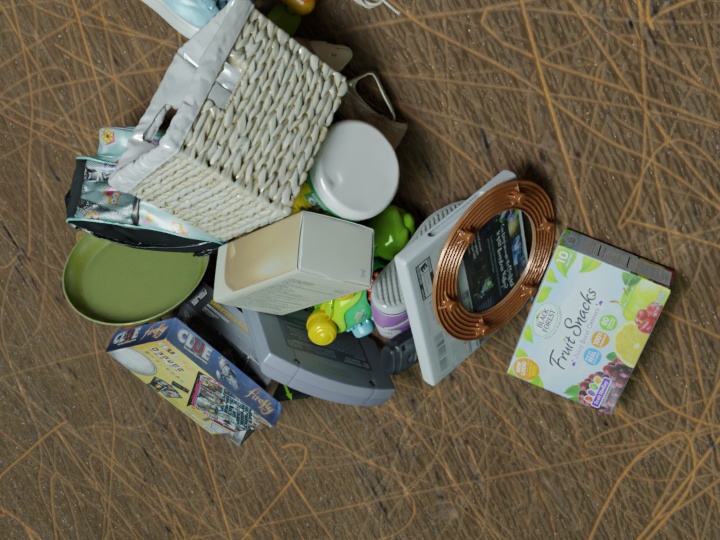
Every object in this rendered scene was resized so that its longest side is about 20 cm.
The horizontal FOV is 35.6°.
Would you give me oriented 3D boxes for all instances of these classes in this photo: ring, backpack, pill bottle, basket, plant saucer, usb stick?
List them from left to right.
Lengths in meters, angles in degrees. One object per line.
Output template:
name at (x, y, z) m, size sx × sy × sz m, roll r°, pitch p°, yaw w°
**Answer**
plant saucer at (-0.292, -0.001, 1.477) m, size 0.198 × 0.201 × 0.031 m, roll 8°, pitch 143°, yaw 18°
backpack at (-0.244, -0.096, 1.402) m, size 0.198 × 0.176 × 0.155 m, roll 17°, pitch 89°, yaw 8°
basket at (-0.148, -0.156, 1.241) m, size 0.160 × 0.200 × 0.199 m, roll 32°, pitch 158°, yaw -22°
pill bottle at (-0.047, -0.103, 1.322) m, size 0.113 × 0.113 × 0.199 m, roll 53°, pitch 153°, yaw -13°
usb stick at (0.103, 0.066, 1.354) m, size 0.033 × 0.199 × 0.056 m, roll 42°, pitch 142°, yaw 27°
ring at (0.159, -0.008, 1.289) m, size 0.019 × 0.199 × 0.202 m, roll 31°, pitch 132°, yaw 39°

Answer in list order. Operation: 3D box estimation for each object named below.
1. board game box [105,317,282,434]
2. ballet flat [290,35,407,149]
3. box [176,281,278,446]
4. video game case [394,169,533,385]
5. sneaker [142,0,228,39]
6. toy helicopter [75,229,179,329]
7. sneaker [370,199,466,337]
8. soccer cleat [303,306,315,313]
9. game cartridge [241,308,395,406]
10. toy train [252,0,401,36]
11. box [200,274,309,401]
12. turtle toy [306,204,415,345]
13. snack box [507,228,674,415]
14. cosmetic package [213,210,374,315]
board game box at (-0.213, 0.140, 1.443) m, size 0.135 × 0.035 × 0.200 m, roll -13°, pitch 134°, yaw 43°
ballet flat at (-0.020, -0.221, 1.317) m, size 0.067 × 0.068 × 0.200 m, roll -42°, pitch 104°, yaw 16°
box at (-0.189, 0.131, 1.529) m, size 0.158 × 0.048 × 0.201 m, roll 37°, pitch 140°, yaw 9°
video game case at (0.125, 0.010, 1.298) m, size 0.023 × 0.181 × 0.201 m, roll 31°, pitch 149°, yaw 40°
sneaker at (-0.197, -0.330, 1.310) m, size 0.199 × 0.074 × 0.082 m, roll 33°, pitch 129°, yaw 0°
toy helicopter at (-0.323, 0.007, 1.557) m, size 0.200 × 0.079 × 0.133 m, roll 43°, pitch 141°, yaw 11°
sneaker at (0.087, 0.001, 1.353) m, size 0.073 × 0.200 × 0.115 m, roll 43°, pitch 160°, yaw 25°
soccer cleat at (-0.092, 0.055, 1.487) m, size 0.064 × 0.084 × 0.202 m, roll -8°, pitch 115°, yaw 26°
game cartridge at (-0.052, 0.107, 1.419) m, size 0.199 × 0.134 × 0.041 m, roll 20°, pitch 116°, yaw -33°
toy train at (-0.063, -0.309, 1.264) m, size 0.199 × 0.085 × 0.116 m, roll 38°, pitch 130°, yaw -3°
box at (-0.160, 0.096, 1.568) m, size 0.142 × 0.036 × 0.202 m, roll -9°, pitch 114°, yaw 27°
turtle toy at (0.000, 0.000, 1.396) m, size 0.100 × 0.147 × 0.201 m, roll 15°, pitch 128°, yaw -15°
snack box at (0.276, 0.065, 1.362) m, size 0.141 × 0.053 × 0.202 m, roll 22°, pitch 125°, yaw 10°
cosmetic package at (-0.080, -0.005, 1.303) m, size 0.104 × 0.072 × 0.199 m, roll 14°, pitch 161°, yaw -34°
